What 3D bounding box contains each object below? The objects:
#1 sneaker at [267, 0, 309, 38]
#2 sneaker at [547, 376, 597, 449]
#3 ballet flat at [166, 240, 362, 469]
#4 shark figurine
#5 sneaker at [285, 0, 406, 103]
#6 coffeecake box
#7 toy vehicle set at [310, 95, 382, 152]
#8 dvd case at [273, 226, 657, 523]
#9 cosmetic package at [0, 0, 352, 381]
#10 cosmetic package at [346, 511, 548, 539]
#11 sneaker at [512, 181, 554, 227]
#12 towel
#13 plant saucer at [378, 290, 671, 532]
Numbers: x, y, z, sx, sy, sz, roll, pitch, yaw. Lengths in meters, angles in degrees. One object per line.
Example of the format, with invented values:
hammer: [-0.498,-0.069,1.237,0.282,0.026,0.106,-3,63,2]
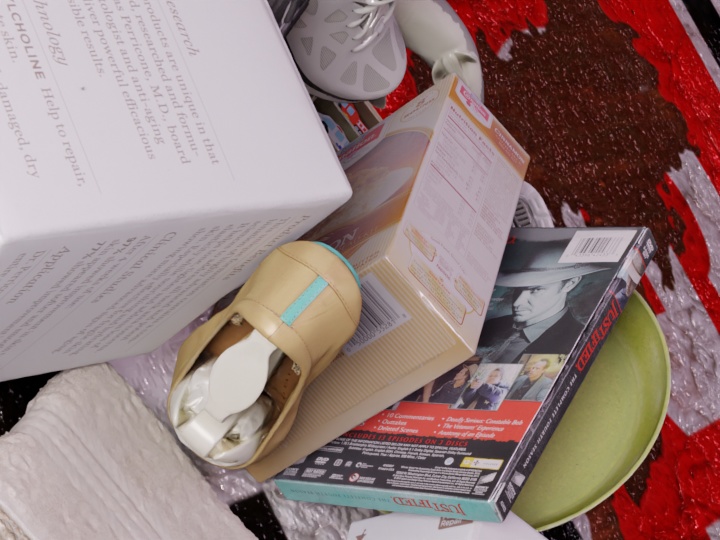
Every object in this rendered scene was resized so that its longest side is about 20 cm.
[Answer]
sneaker: [-0.093,-0.121,1.009,0.090,0.200,0.078,39,70,-11]
sneaker: [0.096,0.057,1.196,0.074,0.118,0.201,64,19,-53]
ballet flat: [-0.060,0.053,0.938,0.069,0.200,0.063,38,54,4]
shark figurine: [0.033,-0.141,1.210,0.215,0.128,0.090,50,12,-37]
sneaker: [0.001,-0.142,1.050,0.200,0.115,0.076,44,64,-53]
coffeecake box: [0.000,0.000,1.083,0.073,0.153,0.200,47,31,-17]
toy vehicle set: [-0.020,-0.075,1.252,0.200,0.026,0.124,52,30,-10]
dvd case: [0.058,0.049,1.070,0.200,0.146,0.022,-57,131,-34]
cosmetic package: [-0.149,-0.056,0.872,0.200,0.167,0.167,-9,69,-48]
cosmetic package: [0.087,0.202,1.066,0.200,0.102,0.074,37,51,-30]
sneaker: [0.115,0.039,1.302,0.099,0.078,0.201,52,26,-81]
towel: [-0.096,0.141,0.929,0.200,0.034,0.133,52,29,-8]
plant saucer: [0.076,0.071,1.126,0.031,0.199,0.200,74,8,-51]
